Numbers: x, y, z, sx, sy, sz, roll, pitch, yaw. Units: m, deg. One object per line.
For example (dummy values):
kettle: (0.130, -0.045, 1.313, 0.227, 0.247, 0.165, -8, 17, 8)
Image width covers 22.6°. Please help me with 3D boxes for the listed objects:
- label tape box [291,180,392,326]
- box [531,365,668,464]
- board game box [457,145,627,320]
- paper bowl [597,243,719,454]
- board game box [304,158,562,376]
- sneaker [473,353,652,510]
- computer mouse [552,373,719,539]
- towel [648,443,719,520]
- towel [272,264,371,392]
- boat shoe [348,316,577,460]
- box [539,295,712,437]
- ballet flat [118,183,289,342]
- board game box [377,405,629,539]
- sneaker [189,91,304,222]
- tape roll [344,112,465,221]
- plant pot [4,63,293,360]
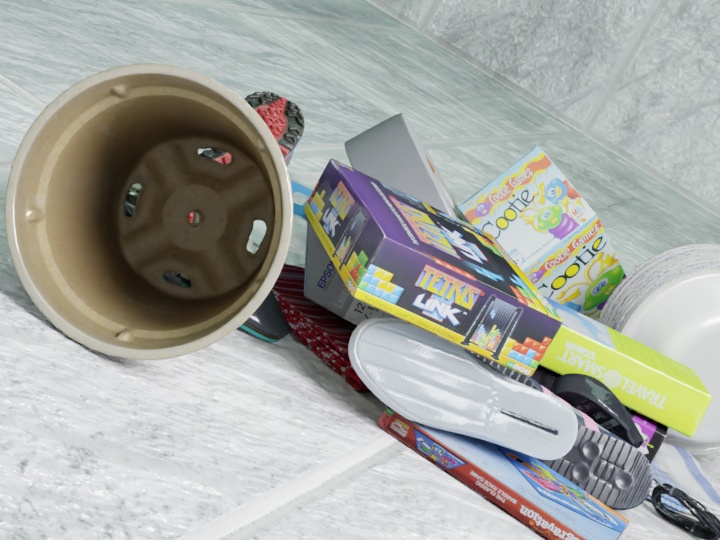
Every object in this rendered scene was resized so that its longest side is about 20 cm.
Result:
label tape box: (0.000, 0.000, 1.567, 0.199, 0.066, 0.143, 27, 11, -2)
box: (0.185, 0.105, 1.628, 0.199, 0.036, 0.143, 29, 10, 10)
board game box: (0.192, -0.017, 1.822, 0.103, 0.105, 0.200, 53, 1, 32)
paper bowl: (0.331, 0.083, 1.726, 0.200, 0.201, 0.104, 25, 15, -19)
board game box: (0.054, -0.006, 1.433, 0.165, 0.057, 0.200, 26, 13, -21)
sneaker: (0.152, 0.137, 1.499, 0.200, 0.070, 0.082, 35, -3, 13)
computer mouse: (0.240, 0.155, 1.528, 0.200, 0.059, 0.034, 46, 54, -10)
towel: (0.239, 0.164, 1.632, 0.199, 0.024, 0.147, 25, 14, -19)
towel: (-0.017, 0.046, 1.536, 0.200, 0.023, 0.144, 39, 16, 33)
boat shoe: (0.074, 0.097, 1.406, 0.199, 0.072, 0.062, 28, -11, -15)
box: (0.208, 0.074, 1.601, 0.199, 0.048, 0.122, 26, 9, -2)
ballet flat: (-0.133, -0.018, 1.433, 0.199, 0.073, 0.073, 31, 14, 2)
board game box: (0.114, 0.159, 1.410, 0.199, 0.020, 0.103, 33, 16, 13)
sneaker: (-0.113, -0.064, 1.561, 0.079, 0.096, 0.200, 32, 50, 10)
tape roll: (0.059, -0.050, 1.732, 0.201, 0.066, 0.200, 62, 6, -11)
plant pot: (-0.135, -0.039, 1.308, 0.200, 0.201, 0.183, 31, 3, 5)
